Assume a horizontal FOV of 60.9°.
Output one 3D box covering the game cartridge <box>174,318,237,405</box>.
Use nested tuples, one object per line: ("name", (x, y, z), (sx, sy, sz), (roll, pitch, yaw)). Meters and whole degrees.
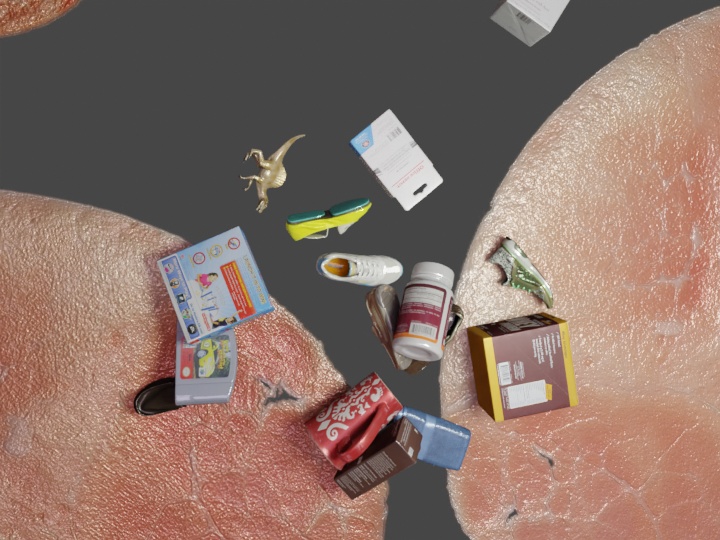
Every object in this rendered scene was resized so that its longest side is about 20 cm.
("game cartridge", (-0.340, 0.194, 1.358), (0.132, 0.041, 0.201), (-1, 72, -10))

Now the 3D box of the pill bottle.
("pill bottle", (0.144, 0.090, 1.368), (0.114, 0.114, 0.201), (18, 67, -8))

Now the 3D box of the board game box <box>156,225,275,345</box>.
("board game box", (-0.316, 0.034, 1.344), (0.195, 0.056, 0.201), (-23, 80, -4))

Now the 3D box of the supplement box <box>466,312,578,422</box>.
("supplement box", (0.374, 0.219, 1.425), (0.199, 0.133, 0.198), (-10, 96, -5))

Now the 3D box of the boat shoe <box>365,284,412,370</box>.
("boat shoe", (0.066, 0.132, 1.418), (0.076, 0.072, 0.201), (-16, 90, -46))

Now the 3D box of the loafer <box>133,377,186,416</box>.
("loafer", (-0.416, 0.276, 1.376), (0.199, 0.071, 0.073), (-20, 97, -4))

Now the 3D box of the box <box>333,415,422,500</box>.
("box", (0.040, 0.425, 1.387), (0.200, 0.100, 0.075), (-37, 97, 24))

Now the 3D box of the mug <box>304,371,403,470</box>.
("mug", (0.000, 0.348, 1.387), (0.200, 0.178, 0.134), (-39, 135, -6))

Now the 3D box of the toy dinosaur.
("toy dinosaur", (-0.208, -0.233, 1.368), (0.101, 0.058, 0.201), (24, 101, -23))

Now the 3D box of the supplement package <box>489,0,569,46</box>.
("supplement package", (0.402, -0.628, 1.354), (0.121, 0.120, 0.201), (31, 91, -7))

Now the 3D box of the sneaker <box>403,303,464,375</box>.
("sneaker", (0.166, 0.161, 1.426), (0.070, 0.076, 0.200), (35, 90, -8))

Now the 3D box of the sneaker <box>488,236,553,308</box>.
("sneaker", (0.376, 0.018, 1.447), (0.089, 0.077, 0.200), (-38, 93, 12))

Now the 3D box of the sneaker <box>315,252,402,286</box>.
("sneaker", (0.000, 0.000, 1.391), (0.199, 0.081, 0.077), (2, 94, -8))

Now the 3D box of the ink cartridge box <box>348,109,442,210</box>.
("ink cartridge box", (0.079, -0.244, 1.382), (0.116, 0.067, 0.200), (-39, 98, -2))

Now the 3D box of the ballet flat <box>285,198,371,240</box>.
("ballet flat", (-0.069, -0.111, 1.388), (0.199, 0.067, 0.067), (-14, 118, -2))

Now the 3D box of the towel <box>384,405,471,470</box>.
("towel", (0.157, 0.398, 1.462), (0.199, 0.049, 0.112), (21, 95, -7))
